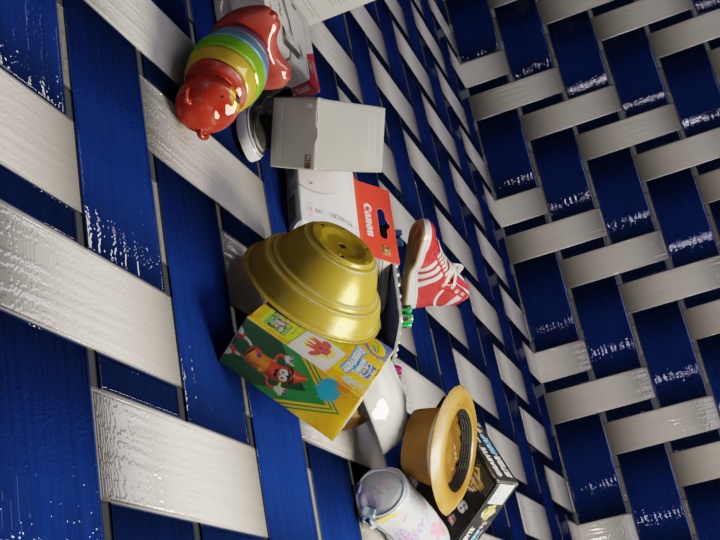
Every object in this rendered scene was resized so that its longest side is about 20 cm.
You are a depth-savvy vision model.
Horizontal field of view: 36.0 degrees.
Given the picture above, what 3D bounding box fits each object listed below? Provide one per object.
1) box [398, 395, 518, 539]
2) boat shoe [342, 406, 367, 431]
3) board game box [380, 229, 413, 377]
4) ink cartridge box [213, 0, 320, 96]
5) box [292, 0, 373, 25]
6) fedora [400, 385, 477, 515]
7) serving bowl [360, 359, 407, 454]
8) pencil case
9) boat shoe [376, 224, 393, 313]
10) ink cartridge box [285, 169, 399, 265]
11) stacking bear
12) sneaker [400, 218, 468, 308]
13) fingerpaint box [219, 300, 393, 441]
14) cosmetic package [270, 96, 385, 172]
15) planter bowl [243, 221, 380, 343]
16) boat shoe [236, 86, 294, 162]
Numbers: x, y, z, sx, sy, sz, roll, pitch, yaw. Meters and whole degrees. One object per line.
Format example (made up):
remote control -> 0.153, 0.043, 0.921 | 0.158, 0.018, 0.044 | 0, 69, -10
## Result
box -> 0.151, 0.322, 1.756 | 0.046, 0.159, 0.200 | 13, 29, -33
boat shoe -> -0.042, 0.168, 1.534 | 0.200, 0.072, 0.072 | 48, 25, -65
board game box -> 0.058, 0.061, 1.905 | 0.200, 0.026, 0.200 | 98, -11, -52
ink cartridge box -> -0.146, -0.369, 1.735 | 0.200, 0.083, 0.147 | 39, 37, -64
box -> -0.073, -0.617, 2.092 | 0.199, 0.171, 0.200 | 48, 29, -56
fedora -> 0.110, 0.258, 1.619 | 0.201, 0.082, 0.201 | 6, 90, -67
serving bowl -> 0.021, 0.165, 1.630 | 0.200, 0.066, 0.200 | 156, -90, -85
pencil case -> 0.064, 0.370, 1.648 | 0.200, 0.083, 0.091 | 54, 41, -47
boat shoe -> 0.000, 0.000, 1.878 | 0.075, 0.093, 0.200 | -99, -169, -45
ink cartridge box -> -0.021, -0.106, 1.751 | 0.200, 0.057, 0.163 | 12, 50, -24
stacking bear -> -0.179, -0.248, 1.448 | 0.200, 0.114, 0.122 | -68, 153, -51
sneaker -> 0.134, -0.011, 1.855 | 0.200, 0.112, 0.071 | 98, -10, -49
fingerpaint box -> -0.061, 0.107, 1.378 | 0.167, 0.073, 0.200 | 34, 17, 3
cosmetic package -> -0.046, -0.200, 1.652 | 0.200, 0.090, 0.107 | -2, 98, -57
planter bowl -> -0.041, -0.004, 1.411 | 0.200, 0.083, 0.200 | 28, 25, -14
boat shoe -> -0.133, -0.225, 1.650 | 0.200, 0.066, 0.070 | -76, 145, -63
